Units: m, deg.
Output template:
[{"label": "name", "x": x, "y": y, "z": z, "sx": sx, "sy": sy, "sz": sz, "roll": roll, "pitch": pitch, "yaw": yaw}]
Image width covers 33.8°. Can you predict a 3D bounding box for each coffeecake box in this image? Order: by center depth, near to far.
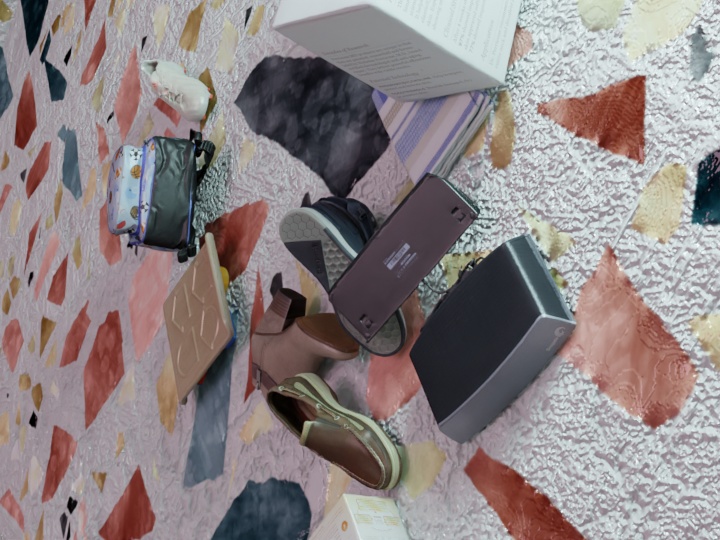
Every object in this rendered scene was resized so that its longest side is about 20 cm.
[{"label": "coffeecake box", "x": 0.003, "y": 0.369, "z": 1.275, "sx": 0.154, "sy": 0.073, "sz": 0.200, "roll": -56, "pitch": 39, "yaw": 30}]

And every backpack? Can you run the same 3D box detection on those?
[{"label": "backpack", "x": -0.322, "y": -0.114, "z": 1.855, "sx": 0.190, "sy": 0.154, "sz": 0.200, "roll": 162, "pitch": 118, "yaw": -77}]

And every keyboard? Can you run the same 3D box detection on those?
[{"label": "keyboard", "x": 0.061, "y": 0.001, "z": 1.290, "sx": 0.127, "sy": 0.021, "sz": 0.200, "roll": 46, "pitch": 114, "yaw": 15}]

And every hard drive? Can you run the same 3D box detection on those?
[{"label": "hard drive", "x": 0.125, "y": 0.070, "z": 1.207, "sx": 0.200, "sy": 0.042, "sz": 0.135, "roll": -52, "pitch": 43, "yaw": 34}]

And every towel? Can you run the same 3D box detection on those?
[{"label": "towel", "x": 0.080, "y": -0.199, "z": 1.383, "sx": 0.147, "sy": 0.024, "sz": 0.200, "roll": -56, "pitch": 39, "yaw": 31}]

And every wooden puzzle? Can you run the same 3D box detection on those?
[{"label": "wooden puzzle", "x": -0.234, "y": 0.074, "z": 1.764, "sx": 0.200, "sy": 0.046, "sz": 0.185, "roll": -55, "pitch": 39, "yaw": 39}]

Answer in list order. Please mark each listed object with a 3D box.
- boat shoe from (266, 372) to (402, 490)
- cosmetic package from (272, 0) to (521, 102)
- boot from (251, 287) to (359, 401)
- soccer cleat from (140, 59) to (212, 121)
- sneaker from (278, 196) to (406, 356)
[{"label": "boat shoe", "x": -0.038, "y": 0.192, "z": 1.362, "sx": 0.202, "sy": 0.075, "sz": 0.075, "roll": 34, "pitch": 120, "yaw": 43}, {"label": "cosmetic package", "x": 0.048, "y": -0.302, "z": 1.270, "sx": 0.166, "sy": 0.200, "sz": 0.168, "roll": 0, "pitch": 71, "yaw": 50}, {"label": "boot", "x": -0.074, "y": 0.118, "z": 1.492, "sx": 0.200, "sy": 0.070, "sz": 0.146, "roll": 38, "pitch": 120, "yaw": 51}, {"label": "soccer cleat", "x": -0.307, "y": -0.299, "z": 1.958, "sx": 0.200, "sy": 0.077, "sz": 0.069, "roll": 46, "pitch": 118, "yaw": 52}, {"label": "sneaker", "x": 0.001, "y": -0.001, "z": 1.401, "sx": 0.077, "sy": 0.146, "sz": 0.202, "roll": -35, "pitch": 90, "yaw": 21}]
